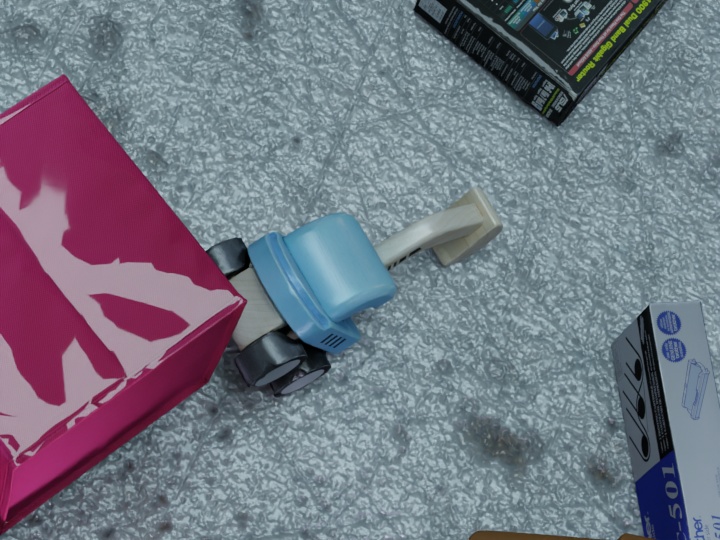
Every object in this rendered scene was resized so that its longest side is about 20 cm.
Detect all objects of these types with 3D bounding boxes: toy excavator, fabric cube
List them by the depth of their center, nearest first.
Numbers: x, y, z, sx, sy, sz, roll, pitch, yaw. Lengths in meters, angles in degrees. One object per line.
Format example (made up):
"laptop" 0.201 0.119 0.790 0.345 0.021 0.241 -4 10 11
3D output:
"fabric cube" -0.225 0.028 1.542 0.200 0.196 0.199 -36 82 -22
"toy excavator" 0.000 0.000 1.641 0.200 0.194 0.100 -31 77 8

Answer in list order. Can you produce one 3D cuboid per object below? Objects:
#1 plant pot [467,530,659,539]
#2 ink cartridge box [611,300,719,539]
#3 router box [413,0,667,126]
"plant pot" 0.123 0.262 1.539 0.140 0.200 0.200 16 67 12
"ink cartridge box" 0.230 0.131 1.651 0.044 0.094 0.200 -4 70 -13
"router box" 0.161 -0.234 1.789 0.150 0.062 0.200 40 67 5
